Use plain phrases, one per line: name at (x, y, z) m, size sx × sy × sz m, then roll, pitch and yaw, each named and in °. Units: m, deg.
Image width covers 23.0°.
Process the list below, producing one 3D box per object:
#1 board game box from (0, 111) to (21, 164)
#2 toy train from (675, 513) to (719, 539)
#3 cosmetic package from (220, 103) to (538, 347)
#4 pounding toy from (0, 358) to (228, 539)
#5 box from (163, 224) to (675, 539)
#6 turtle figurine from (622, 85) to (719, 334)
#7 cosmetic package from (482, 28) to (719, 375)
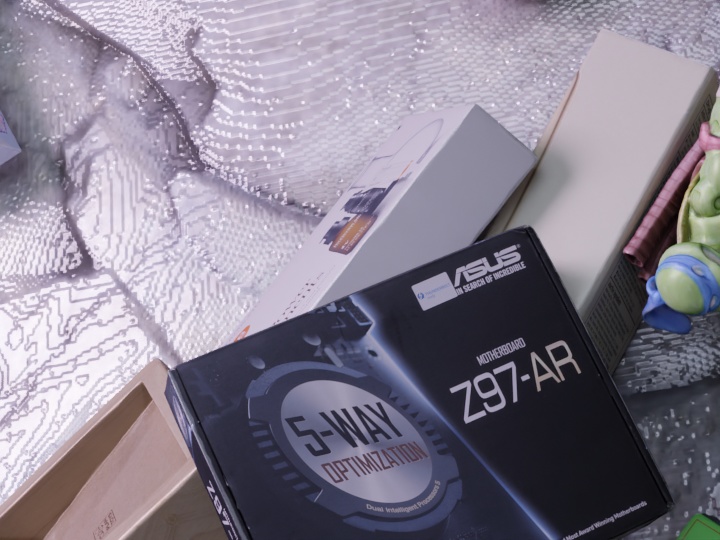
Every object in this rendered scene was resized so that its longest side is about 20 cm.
board game box at (-0.351, -0.112, 1.164) m, size 0.200 × 0.041 × 0.200 m, roll -31°, pitch 78°, yaw 12°
toy train at (0.238, 0.192, 0.896) m, size 0.200 × 0.042 × 0.056 m, roll 32°, pitch 71°, yaw 26°
cosmetic package at (0.000, 0.000, 0.987) m, size 0.052 × 0.151 × 0.200 m, roll 39°, pitch 84°, yaw -9°
pounding toy at (-0.085, 0.157, 0.944) m, size 0.200 × 0.142 × 0.184 m, roll -44°, pitch 23°, yaw -2°
box at (0.027, 0.086, 0.855) m, size 0.200 × 0.044 × 0.160 m, roll -21°, pitch 76°, yaw -16°
turtle figurine at (0.240, -0.050, 0.889) m, size 0.144 × 0.200 × 0.194 m, roll 36°, pitch 46°, yaw 9°
cosmetic package at (0.126, -0.018, 0.977) m, size 0.073 × 0.104 × 0.200 m, roll 24°, pitch 78°, yaw 25°
